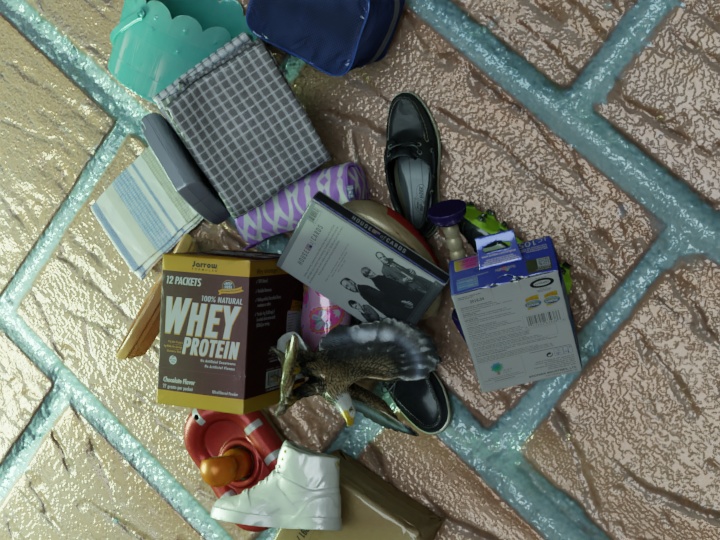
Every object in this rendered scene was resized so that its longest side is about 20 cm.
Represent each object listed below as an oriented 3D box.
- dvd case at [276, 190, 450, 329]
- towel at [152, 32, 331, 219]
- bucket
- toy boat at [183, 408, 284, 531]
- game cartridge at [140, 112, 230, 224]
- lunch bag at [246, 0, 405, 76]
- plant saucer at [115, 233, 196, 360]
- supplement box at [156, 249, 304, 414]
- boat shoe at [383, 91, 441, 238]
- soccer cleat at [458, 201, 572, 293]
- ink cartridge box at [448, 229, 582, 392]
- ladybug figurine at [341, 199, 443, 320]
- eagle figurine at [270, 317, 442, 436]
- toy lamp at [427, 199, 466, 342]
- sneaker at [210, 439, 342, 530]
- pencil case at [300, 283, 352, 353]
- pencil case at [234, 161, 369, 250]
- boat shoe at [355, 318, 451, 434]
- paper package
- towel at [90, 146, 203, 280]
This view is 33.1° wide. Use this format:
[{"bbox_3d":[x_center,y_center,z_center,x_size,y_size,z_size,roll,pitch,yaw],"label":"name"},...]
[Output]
[{"bbox_3d":[0.000,0.000,1.564,0.199,0.025,0.151,34,139,0],"label":"dvd case"},{"bbox_3d":[-0.154,-0.190,1.601,0.165,0.086,0.201,-32,115,1],"label":"towel"},{"bbox_3d":[-0.246,-0.313,1.677,0.207,0.207,0.135,34,113,17],"label":"bucket"},{"bbox_3d":[-0.179,0.272,1.708,0.130,0.131,0.200,-43,71,18],"label":"toy boat"},{"bbox_3d":[-0.230,-0.131,1.656,0.040,0.200,0.134,-29,78,4],"label":"game cartridge"},{"bbox_3d":[-0.048,-0.359,1.629,0.199,0.132,0.137,32,118,16],"label":"lunch bag"},{"bbox_3d":[-0.283,0.042,1.721,0.037,0.200,0.201,30,105,-10],"label":"plant saucer"},{"bbox_3d":[-0.170,0.078,1.662,0.132,0.197,0.202,5,94,21],"label":"supplement box"},{"bbox_3d":[0.065,-0.142,1.625,0.074,0.066,0.201,-2,92,20],"label":"boat shoe"},{"bbox_3d":[0.183,-0.017,1.586,0.200,0.067,0.081,36,114,16],"label":"soccer cleat"},{"bbox_3d":[0.191,0.045,1.510,0.135,0.077,0.201,-14,127,10],"label":"ink cartridge box"},{"bbox_3d":[0.038,-0.018,1.598,0.135,0.072,0.200,-23,115,44],"label":"ladybug figurine"},{"bbox_3d":[-0.013,0.145,1.580,0.152,0.198,0.152,145,121,-64],"label":"eagle figurine"},{"bbox_3d":[0.134,0.007,1.574,0.058,0.058,0.201,-3,118,22],"label":"toy lamp"},{"bbox_3d":[-0.110,0.285,1.621,0.199,0.074,0.117,-4,79,28],"label":"sneaker"},{"bbox_3d":[-0.043,0.046,1.672,0.087,0.087,0.202,2,93,22],"label":"pencil case"},{"bbox_3d":[-0.080,-0.090,1.682,0.199,0.084,0.086,-11,100,25],"label":"pencil case"},{"bbox_3d":[0.053,0.136,1.647,0.074,0.062,0.201,-33,82,19],"label":"boat shoe"},{"bbox_3d":[-0.017,0.381,1.665,0.190,0.103,0.201,31,104,20],"label":"paper package"},{"bbox_3d":[-0.301,-0.102,1.803,0.200,0.024,0.147,-42,75,17],"label":"towel"}]
